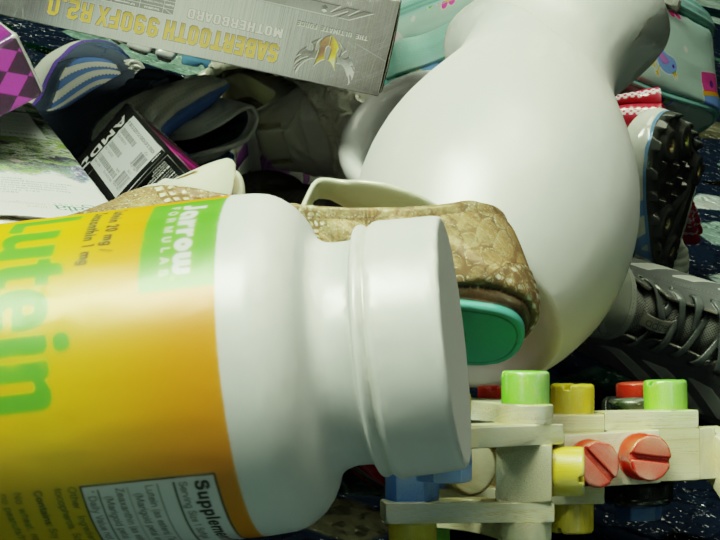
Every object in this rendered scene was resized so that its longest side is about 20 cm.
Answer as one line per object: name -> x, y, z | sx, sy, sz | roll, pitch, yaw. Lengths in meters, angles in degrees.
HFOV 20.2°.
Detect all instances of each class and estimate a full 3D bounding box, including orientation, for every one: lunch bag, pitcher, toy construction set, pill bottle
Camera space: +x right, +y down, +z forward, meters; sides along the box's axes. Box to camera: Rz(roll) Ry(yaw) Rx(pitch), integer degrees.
lunch bag -> 0.092, -0.113, 1.123 | 0.159, 0.078, 0.199 | 18, -22, -41
pitcher -> 0.046, -0.040, 0.895 | 0.171, 0.121, 0.201 | -22, 32, 34
toy construction set -> 0.094, 0.079, 0.773 | 0.198, 0.093, 0.131 | 15, -6, -15
pill bottle -> -0.066, 0.034, 0.663 | 0.198, 0.112, 0.111 | -7, 15, 7

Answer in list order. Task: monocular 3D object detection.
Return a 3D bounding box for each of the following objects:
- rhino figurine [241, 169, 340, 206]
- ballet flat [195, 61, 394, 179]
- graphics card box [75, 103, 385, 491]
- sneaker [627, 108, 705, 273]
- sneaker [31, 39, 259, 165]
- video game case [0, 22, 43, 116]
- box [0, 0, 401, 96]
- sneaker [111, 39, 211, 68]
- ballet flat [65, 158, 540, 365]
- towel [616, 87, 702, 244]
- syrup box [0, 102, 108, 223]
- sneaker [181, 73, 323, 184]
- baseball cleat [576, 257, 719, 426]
rhino figurine -> 0.000, 0.000, 1.030 | 0.087, 0.060, 0.199 | 2, 20, -44
ballet flat -> -0.035, -0.082, 1.086 | 0.071, 0.073, 0.200 | 4, 15, -26
graphics card box -> -0.051, 0.006, 0.889 | 0.125, 0.051, 0.200 | 41, 0, -28
sneaker -> 0.142, -0.026, 1.078 | 0.072, 0.072, 0.200 | 20, -22, 13
sneaker -> -0.114, -0.076, 1.094 | 0.145, 0.081, 0.200 | -3, 21, 17
video game case -> -0.262, -0.070, 0.921 | 0.199, 0.036, 0.181 | -29, 29, -14
box -> -0.092, -0.141, 0.980 | 0.198, 0.049, 0.158 | 11, 14, -15
sneaker -> -0.054, -0.155, 1.197 | 0.198, 0.087, 0.075 | 16, 23, -7
ballet flat -> -0.032, -0.006, 0.752 | 0.198, 0.071, 0.066 | 8, 52, -11
towel -> 0.113, -0.054, 1.135 | 0.143, 0.023, 0.200 | -2, -20, 15
syrup box -> -0.169, -0.016, 0.912 | 0.078, 0.082, 0.200 | 3, 19, -23
sneaker -> -0.035, -0.063, 1.197 | 0.198, 0.073, 0.114 | 7, 20, -18
baseball cleat -> 0.148, 0.031, 0.983 | 0.198, 0.070, 0.106 | 17, 0, 14
